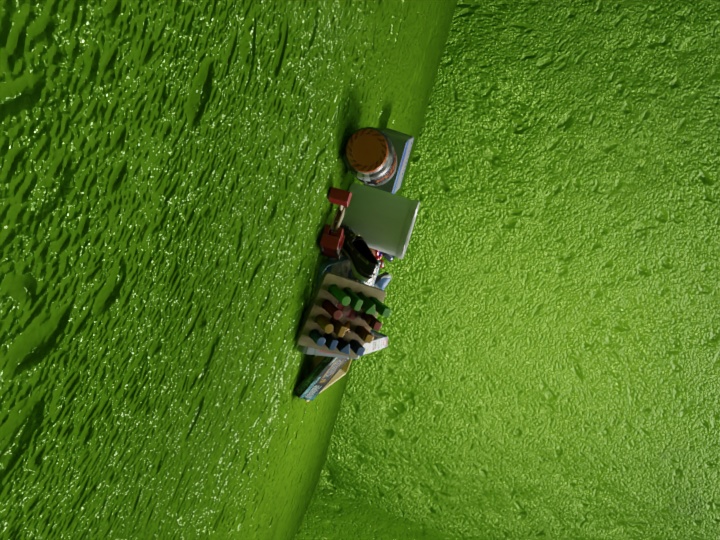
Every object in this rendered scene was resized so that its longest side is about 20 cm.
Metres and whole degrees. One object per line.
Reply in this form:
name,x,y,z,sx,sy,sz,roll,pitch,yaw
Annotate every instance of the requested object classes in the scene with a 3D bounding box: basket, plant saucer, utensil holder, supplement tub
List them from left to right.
plant saucer,-0.106,0.312,1.911,0.199,0.048,0.202,-30,152,-39
basket,-0.050,0.029,1.600,0.199,0.139,0.178,-26,145,-44
supplement tub,0.025,-0.274,1.412,0.200,0.121,0.125,-22,129,-82
utensil holder,0.050,-0.144,1.648,0.170,0.197,0.173,19,90,-84

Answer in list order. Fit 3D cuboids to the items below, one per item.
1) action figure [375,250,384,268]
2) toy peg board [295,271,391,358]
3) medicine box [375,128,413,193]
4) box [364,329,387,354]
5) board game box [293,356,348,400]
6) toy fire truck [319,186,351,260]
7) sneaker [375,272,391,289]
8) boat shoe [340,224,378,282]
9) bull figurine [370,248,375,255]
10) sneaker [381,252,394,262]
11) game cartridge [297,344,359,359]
action figure,0.048,-0.101,1.883,0.066,0.051,0.203,-112,-169,-67
toy peg board,-0.032,0.134,1.503,0.098,0.198,0.202,36,-75,56
medicine box,0.097,-0.362,1.933,0.200,0.101,0.185,-53,160,-70
box,-0.025,0.195,1.755,0.109,0.198,0.035,-10,109,-42
board game box,-0.110,0.313,1.798,0.200,0.028,0.135,-48,159,-3
toy fire truck,-0.060,-0.112,1.432,0.200,0.048,0.144,85,19,-82
sneaker,0.033,0.092,1.784,0.201,0.077,0.076,-50,172,-13
boat shoe,-0.007,-0.058,1.528,0.061,0.071,0.203,-54,-135,28
bull figurine,0.000,0.000,1.803,0.122,0.064,0.202,103,9,-64
sneaker,0.067,-0.123,1.804,0.081,0.202,0.070,-30,-163,5
game cartridge,-0.066,0.167,1.581,0.041,0.197,0.135,29,-76,54
